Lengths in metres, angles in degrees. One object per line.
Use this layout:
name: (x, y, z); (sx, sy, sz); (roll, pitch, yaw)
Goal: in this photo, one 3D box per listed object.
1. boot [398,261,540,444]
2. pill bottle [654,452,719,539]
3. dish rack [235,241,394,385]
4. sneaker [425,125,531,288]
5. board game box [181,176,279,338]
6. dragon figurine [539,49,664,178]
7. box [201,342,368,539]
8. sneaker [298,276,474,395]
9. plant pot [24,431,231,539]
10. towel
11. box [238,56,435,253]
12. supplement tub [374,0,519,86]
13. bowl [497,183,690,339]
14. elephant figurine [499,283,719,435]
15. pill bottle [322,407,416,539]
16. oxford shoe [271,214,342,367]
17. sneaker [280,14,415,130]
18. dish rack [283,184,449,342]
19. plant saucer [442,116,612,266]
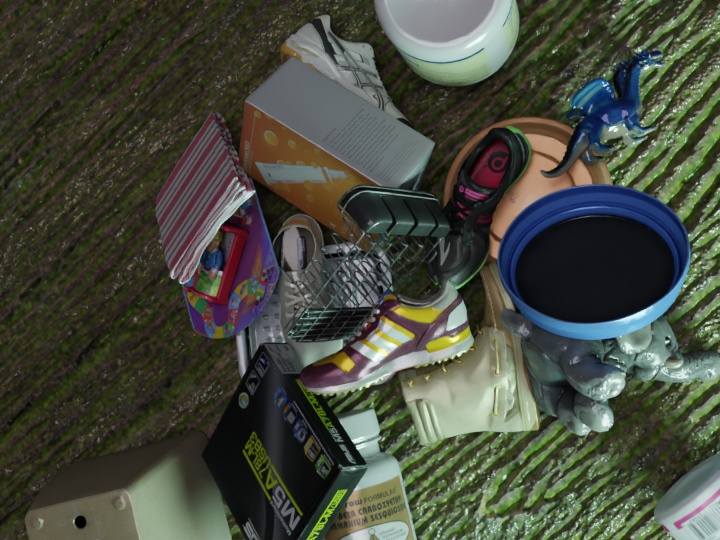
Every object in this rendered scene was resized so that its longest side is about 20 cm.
boot: (0.117, 0.099, 1.171); (0.155, 0.073, 0.200); (-11, 98, 12)
pill bottle: (0.425, 0.305, 1.083); (0.113, 0.113, 0.200); (-42, 81, 8)
dish rack: (-0.053, 0.057, 1.224); (0.200, 0.044, 0.172); (-7, 88, 11)
sneaker: (0.122, -0.075, 1.135); (0.077, 0.084, 0.200); (23, 92, 25)
board game box: (-0.178, -0.019, 1.206); (0.158, 0.039, 0.200); (-35, 60, 30)
dragon figurine: (0.265, -0.176, 1.137); (0.200, 0.059, 0.099); (-28, 80, -8)
box: (-0.094, 0.218, 1.151); (0.200, 0.047, 0.193); (53, 123, 37)
sneaker: (0.020, 0.070, 1.109); (0.200, 0.075, 0.090); (-18, 101, -2)
plant pot: (-0.283, 0.320, 1.197); (0.200, 0.177, 0.200); (-15, 85, 11)
towel: (-0.190, -0.090, 1.193); (0.030, 0.200, 0.146); (27, 110, -30)
box: (-0.032, -0.133, 1.168); (0.200, 0.124, 0.097); (33, 57, 11)
supplement tub: (0.101, -0.286, 1.120); (0.145, 0.200, 0.145); (0, 89, 12)
bowl: (0.249, -0.009, 1.079); (0.200, 0.039, 0.201); (-10, 46, 10)
elephant figurine: (0.284, 0.081, 1.115); (0.200, 0.141, 0.155); (-32, 123, -23)
pill bottle: (-0.003, 0.268, 1.172); (0.114, 0.114, 0.200); (-14, 86, 11)
oxford shoe: (-0.066, 0.033, 1.178); (0.075, 0.058, 0.200); (-8, 88, 11)
sneaker: (0.002, -0.228, 1.205); (0.200, 0.076, 0.088); (41, 74, -2)
dish rack: (0.000, 0.000, 1.105); (0.200, 0.153, 0.055); (-53, 57, 27)
plant saucer: (0.196, -0.082, 1.182); (0.200, 0.032, 0.201); (0, 88, 12)
